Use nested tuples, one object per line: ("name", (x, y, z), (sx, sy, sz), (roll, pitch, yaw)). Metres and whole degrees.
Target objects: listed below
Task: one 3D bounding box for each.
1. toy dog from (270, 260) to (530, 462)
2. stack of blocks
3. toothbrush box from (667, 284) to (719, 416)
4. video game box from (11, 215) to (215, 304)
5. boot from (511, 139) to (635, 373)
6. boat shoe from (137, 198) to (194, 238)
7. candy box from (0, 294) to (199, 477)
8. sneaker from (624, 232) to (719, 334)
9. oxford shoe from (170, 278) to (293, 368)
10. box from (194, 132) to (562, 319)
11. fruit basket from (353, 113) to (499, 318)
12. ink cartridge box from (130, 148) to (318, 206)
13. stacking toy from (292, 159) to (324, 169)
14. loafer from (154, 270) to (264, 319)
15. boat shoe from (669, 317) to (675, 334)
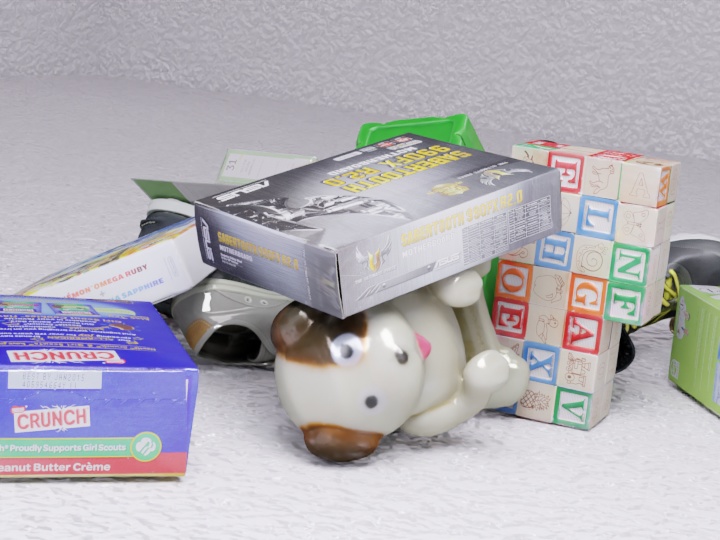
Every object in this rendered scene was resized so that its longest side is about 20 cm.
("toy dog", (0.009, 0.051, 1.118), (0.193, 0.140, 0.200), (-5, 7, 19))
("stack of blocks", (0.163, 0.012, 1.210), (0.115, 0.201, 0.059), (11, 12, 23))
("toothbrush box", (0.347, 0.075, 1.273), (0.145, 0.087, 0.200), (3, 10, -12))
("video game box", (-0.197, 0.010, 1.285), (0.181, 0.047, 0.200), (-23, 6, 10))
("boot", (0.176, -0.016, 1.332), (0.076, 0.201, 0.168), (-10, -1, -3))
("boat shoe", (-0.127, -0.017, 1.626), (0.199, 0.061, 0.076), (11, -22, 16))
("candy box", (-0.206, 0.071, 1.061), (0.168, 0.077, 0.200), (3, 10, -16))
("sneaker", (0.243, 0.030, 1.451), (0.199, 0.075, 0.085), (-20, 18, 16))
("oxford shoe", (-0.057, 0.052, 1.307), (0.199, 0.075, 0.058), (8, 49, -29))
("box", (0.012, -0.037, 1.105), (0.199, 0.049, 0.158), (-21, 25, -34))
("fruit basket", (0.060, 0.000, 1.314), (0.155, 0.217, 0.216), (-4, 8, 14))
("ink cartridge box", (-0.109, -0.068, 1.633), (0.199, 0.048, 0.146), (9, -23, 28))
("stacking toy", (0.000, 0.000, 1.473), (0.146, 0.147, 0.200), (-4, 29, -41))
("loafer", (-0.117, 0.028, 1.422), (0.199, 0.063, 0.072), (10, 53, 29))
("boat shoe", (0.371, 0.056, 1.452), (0.062, 0.074, 0.199), (-14, 9, -42))
